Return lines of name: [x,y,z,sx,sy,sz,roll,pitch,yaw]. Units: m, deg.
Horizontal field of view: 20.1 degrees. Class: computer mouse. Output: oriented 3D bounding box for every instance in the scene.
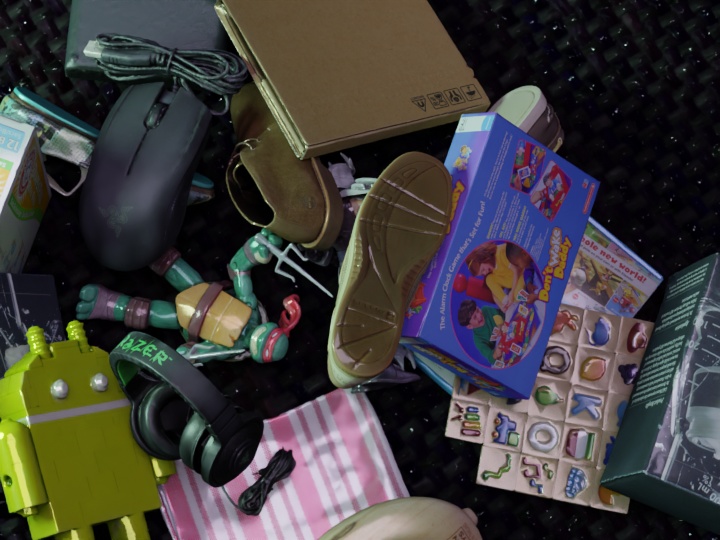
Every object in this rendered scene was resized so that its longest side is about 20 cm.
computer mouse: [-0.181,-0.101,1.671,0.138,0.053,0.201,12,79,10]

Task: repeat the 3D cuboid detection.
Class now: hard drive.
hard drive: [-0.182,-0.262,1.796,0.139,0.033,0.201,5,75,-3]

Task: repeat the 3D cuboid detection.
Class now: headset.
headset: [-0.119,0.118,1.607,0.123,0.200,0.094,19,57,46]

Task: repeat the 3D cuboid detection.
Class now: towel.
towel: [-0.061,0.193,1.694,0.199,0.030,0.147,-23,79,-10]

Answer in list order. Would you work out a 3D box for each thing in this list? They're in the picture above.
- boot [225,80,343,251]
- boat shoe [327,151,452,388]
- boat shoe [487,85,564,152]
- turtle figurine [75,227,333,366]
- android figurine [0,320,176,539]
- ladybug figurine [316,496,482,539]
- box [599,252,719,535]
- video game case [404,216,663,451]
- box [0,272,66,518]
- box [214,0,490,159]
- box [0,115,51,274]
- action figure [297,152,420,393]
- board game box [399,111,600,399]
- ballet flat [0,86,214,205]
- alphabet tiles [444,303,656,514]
boot: [-0.081,-0.098,1.702,0.075,0.074,0.200,10,34,-32]
boat shoe: [0.015,-0.002,1.617,0.071,0.065,0.201,25,68,-6]
boat shoe: [0.100,-0.070,1.753,0.200,0.072,0.060,-49,122,-14]
turtle figurine: [-0.129,0.033,1.694,0.199,0.101,0.150,22,66,15]
android figurine: [-0.220,0.139,1.605,0.041,0.182,0.201,-19,81,36]
ladybug figurine: [0.012,0.256,1.650,0.200,0.072,0.136,-34,107,-6]
box: [0.332,0.120,1.685,0.199,0.124,0.197,22,77,-6]
video game case: [0.146,0.036,1.755,0.143,0.018,0.200,40,77,6]
box: [-0.330,0.100,1.604,0.104,0.200,0.183,-23,74,35]
box: [-0.006,-0.184,1.741,0.199,0.021,0.164,-16,65,-33]
box: [-0.324,-0.060,1.649,0.112,0.200,0.102,19,75,1]
action figure: [0.000,0.000,1.702,0.069,0.130,0.201,-8,86,-32]
board game box: [0.112,-0.012,1.684,0.134,0.045,0.201,30,73,-34]
ballet flat: [-0.223,-0.087,1.741,0.199,0.074,0.074,27,76,4]
alphabet tiles: [0.176,0.112,1.727,0.199,0.006,0.167,12,77,-5]
